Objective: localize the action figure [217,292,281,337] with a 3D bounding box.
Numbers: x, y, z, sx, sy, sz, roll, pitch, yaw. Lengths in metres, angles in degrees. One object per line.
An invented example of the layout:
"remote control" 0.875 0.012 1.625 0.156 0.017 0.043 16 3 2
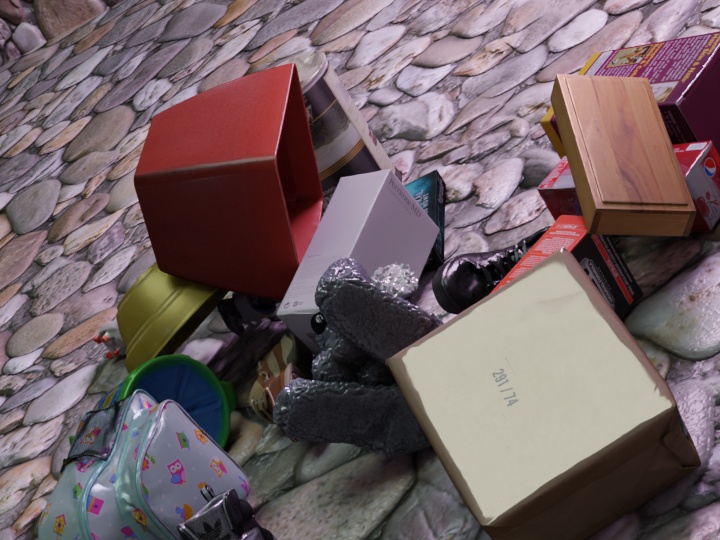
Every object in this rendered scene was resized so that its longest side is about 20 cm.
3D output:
"action figure" -0.075 0.012 1.827 0.199 0.070 0.131 -27 23 30

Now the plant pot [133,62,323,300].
"plant pot" -0.151 -0.095 1.734 0.174 0.201 0.201 -4 39 10

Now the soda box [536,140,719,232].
"soda box" 0.283 -0.082 1.568 0.199 0.070 0.064 0 42 50

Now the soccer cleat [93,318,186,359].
"soccer cleat" -0.282 0.076 2.001 0.078 0.070 0.199 -45 23 -29

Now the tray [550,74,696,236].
"tray" 0.252 -0.116 1.474 0.097 0.037 0.201 1 46 -9

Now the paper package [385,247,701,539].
"paper package" 0.150 0.115 1.259 0.190 0.104 0.201 -33 48 3

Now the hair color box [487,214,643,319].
"hair color box" 0.172 0.050 1.434 0.200 0.102 0.061 -46 28 -22

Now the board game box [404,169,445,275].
"board game box" 0.040 -0.040 1.849 0.134 0.028 0.201 -26 26 17

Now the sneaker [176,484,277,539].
"sneaker" -0.114 0.272 1.373 0.075 0.114 0.200 -33 24 2

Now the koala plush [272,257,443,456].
"koala plush" 0.015 0.083 1.515 0.200 0.182 0.179 -118 48 -77

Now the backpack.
"backpack" -0.214 0.238 1.490 0.152 0.176 0.201 -18 33 40

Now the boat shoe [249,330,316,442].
"boat shoe" -0.079 0.136 1.640 0.074 0.076 0.200 -36 16 10

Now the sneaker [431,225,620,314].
"sneaker" 0.168 -0.010 1.527 0.199 0.061 0.104 -11 -14 -45

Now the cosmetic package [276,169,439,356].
"cosmetic package" 0.000 0.000 1.686 0.081 0.113 0.201 -5 50 43

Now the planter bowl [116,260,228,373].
"planter bowl" -0.232 0.040 1.812 0.201 0.083 0.200 -47 -1 -1

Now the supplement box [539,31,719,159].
"supplement box" 0.318 -0.171 1.648 0.199 0.104 0.131 -1 41 51

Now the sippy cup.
"sippy cup" -0.234 0.170 1.705 0.130 0.177 0.141 -18 55 54

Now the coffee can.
"coffee can" -0.056 -0.164 1.987 0.145 0.201 0.147 -28 25 14
